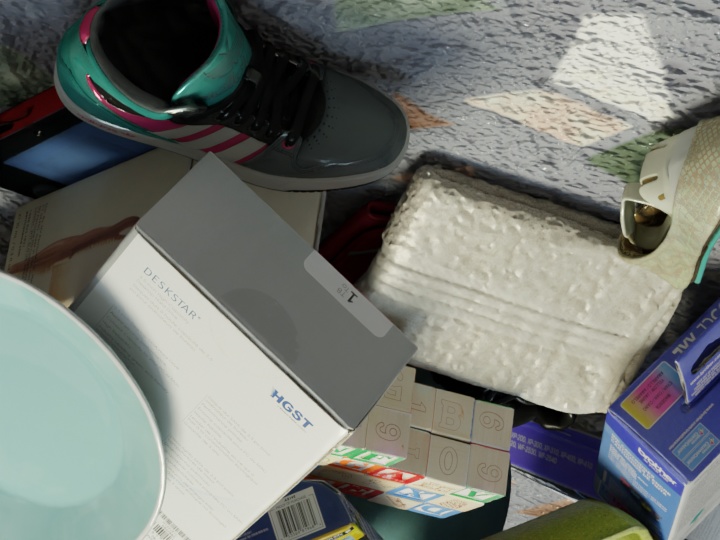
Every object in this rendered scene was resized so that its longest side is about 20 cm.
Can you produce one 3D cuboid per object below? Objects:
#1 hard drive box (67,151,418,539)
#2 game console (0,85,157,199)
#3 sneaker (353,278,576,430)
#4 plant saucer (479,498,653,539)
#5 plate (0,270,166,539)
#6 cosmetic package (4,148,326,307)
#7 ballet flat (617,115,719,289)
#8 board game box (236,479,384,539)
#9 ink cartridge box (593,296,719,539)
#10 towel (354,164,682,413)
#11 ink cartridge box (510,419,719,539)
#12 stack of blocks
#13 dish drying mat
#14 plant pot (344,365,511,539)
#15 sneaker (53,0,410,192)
[{"bbox_3d":[-0.088,0.058,1.221,0.156,0.077,0.200,44,137,-2],"label":"hard drive box"},{"bbox_3d":[-0.126,-0.066,1.354,0.176,0.031,0.199,25,154,-33],"label":"game console"},{"bbox_3d":[0.079,0.057,1.459,0.199,0.100,0.069,19,152,-38],"label":"sneaker"},{"bbox_3d":[0.116,0.226,1.536,0.199,0.048,0.200,-22,148,8],"label":"plant saucer"},{"bbox_3d":[-0.190,0.076,1.226,0.199,0.026,0.201,14,126,20],"label":"plate"},{"bbox_3d":[-0.124,-0.007,1.352,0.103,0.088,0.199,22,155,-33],"label":"cosmetic package"},{"bbox_3d":[0.180,-0.039,1.260,0.062,0.068,0.200,17,158,4],"label":"ballet flat"},{"bbox_3d":[-0.081,0.200,1.456,0.199,0.062,0.200,-22,157,5],"label":"board game box"},{"bbox_3d":[0.225,0.091,1.446,0.076,0.136,0.200,43,165,16],"label":"ink cartridge box"},{"bbox_3d":[0.097,0.014,1.381,0.199,0.035,0.133,18,119,-19],"label":"towel"},{"bbox_3d":[0.176,0.154,1.671,0.200,0.044,0.198,30,172,-39],"label":"ink cartridge box"},{"bbox_3d":[-0.006,0.096,1.383,0.199,0.059,0.115,16,159,-22],"label":"stack of blocks"},{"bbox_3d":[0.000,0.000,1.471,0.076,0.018,0.200,6,159,-21],"label":"dish drying mat"},{"bbox_3d":[-0.011,0.142,1.572,0.199,0.202,0.135,-4,161,29],"label":"plant pot"},{"bbox_3d":[-0.064,-0.102,1.179,0.199,0.084,0.121,12,167,-5],"label":"sneaker"}]
